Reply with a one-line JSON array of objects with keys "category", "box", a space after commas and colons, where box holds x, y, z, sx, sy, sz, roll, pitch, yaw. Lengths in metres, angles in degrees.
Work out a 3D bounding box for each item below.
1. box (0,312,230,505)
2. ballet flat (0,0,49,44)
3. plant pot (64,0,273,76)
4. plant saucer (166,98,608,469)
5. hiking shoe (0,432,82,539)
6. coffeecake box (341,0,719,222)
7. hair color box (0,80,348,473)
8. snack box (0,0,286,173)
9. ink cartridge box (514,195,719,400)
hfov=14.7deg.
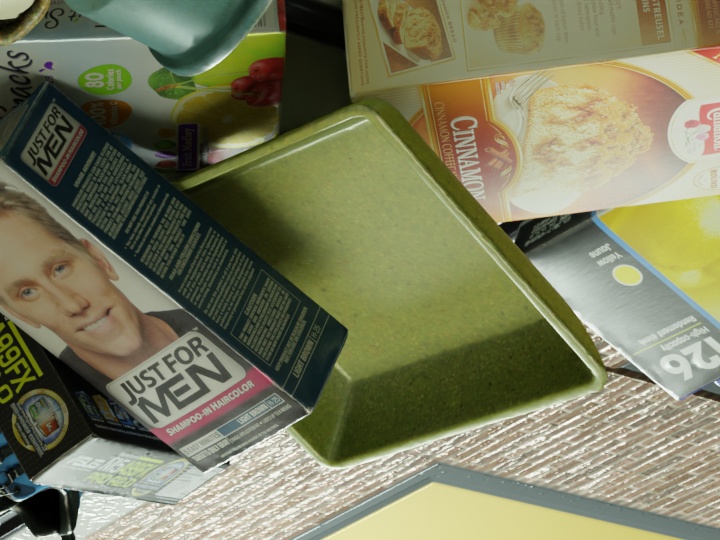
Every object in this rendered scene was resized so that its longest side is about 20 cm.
[{"category": "box", "box": [-0.158, 0.043, 1.493, 0.044, 0.161, 0.200, -35, 163, 10]}, {"category": "ballet flat", "box": [-0.156, -0.164, 1.211, 0.070, 0.071, 0.200, -1, 154, -9]}, {"category": "plant pot", "box": [-0.123, -0.197, 1.040, 0.195, 0.201, 0.200, 17, 147, -24]}, {"category": "plant saucer", "box": [0.000, 0.000, 1.395, 0.199, 0.048, 0.200, -20, 123, 40]}, {"category": "hiking shoe", "box": [-0.234, 0.108, 1.750, 0.074, 0.087, 0.200, -21, 150, 29]}, {"category": "coffeecake box", "box": [0.099, -0.093, 1.413, 0.199, 0.073, 0.154, -7, 153, 4]}, {"category": "hair color box", "box": [-0.115, 0.007, 1.375, 0.200, 0.061, 0.100, 40, 138, -17]}, {"category": "snack box", "box": [-0.138, -0.099, 1.380, 0.199, 0.053, 0.142, -2, 153, -5]}, {"category": "ink cartridge box", "box": [0.222, 0.003, 1.589, 0.200, 0.047, 0.197, 39, 135, -20]}]
